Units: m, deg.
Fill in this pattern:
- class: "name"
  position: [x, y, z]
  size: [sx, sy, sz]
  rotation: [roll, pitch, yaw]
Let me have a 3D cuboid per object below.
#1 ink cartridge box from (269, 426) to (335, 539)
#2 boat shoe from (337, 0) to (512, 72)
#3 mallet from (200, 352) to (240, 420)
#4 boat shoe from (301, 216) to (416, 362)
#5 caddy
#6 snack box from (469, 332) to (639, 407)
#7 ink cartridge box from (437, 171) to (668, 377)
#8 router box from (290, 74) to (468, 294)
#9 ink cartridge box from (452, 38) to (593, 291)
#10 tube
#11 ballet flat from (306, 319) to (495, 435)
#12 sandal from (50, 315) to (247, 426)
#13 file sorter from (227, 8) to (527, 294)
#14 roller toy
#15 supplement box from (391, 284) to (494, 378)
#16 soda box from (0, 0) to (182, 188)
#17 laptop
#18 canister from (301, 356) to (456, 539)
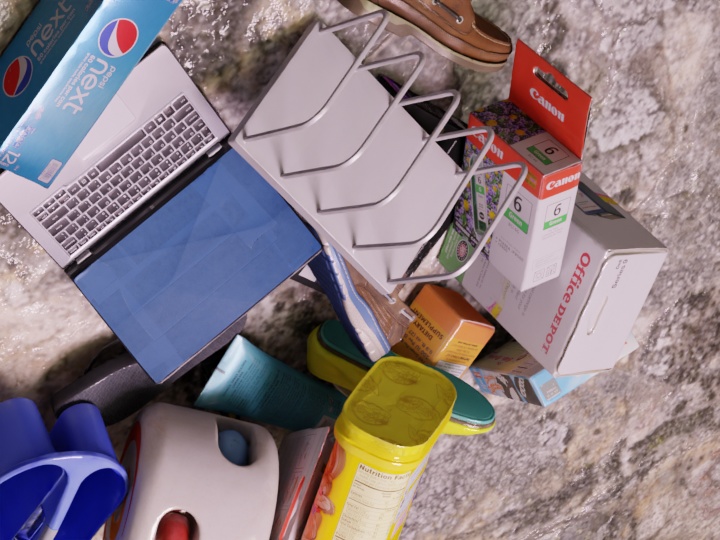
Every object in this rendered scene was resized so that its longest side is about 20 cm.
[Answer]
- class: "ink cartridge box"
  position: [-0.060, 0.229, 1.702]
  size: [0.050, 0.200, 0.163]
  rotation: [23, 78, -12]
- class: "boat shoe"
  position: [0.070, -0.228, 1.568]
  size: [0.200, 0.072, 0.068]
  rotation: [14, 115, -45]
- class: "mallet"
  position: [-0.114, 0.151, 1.780]
  size: [0.066, 0.041, 0.201]
  rotation: [-26, 132, -22]
- class: "boat shoe"
  position: [0.000, 0.000, 1.640]
  size: [0.072, 0.072, 0.200]
  rotation: [-37, 145, -9]
- class: "caddy"
  position: [-0.291, 0.202, 1.598]
  size: [0.141, 0.105, 0.200]
  rotation: [9, 136, -37]
- class: "snack box"
  position: [0.194, 0.088, 1.858]
  size: [0.116, 0.200, 0.037]
  rotation: [-31, 98, -12]
- class: "ink cartridge box"
  position: [0.180, -0.014, 1.737]
  size: [0.087, 0.200, 0.146]
  rotation: [-3, 126, -36]
- class: "router box"
  position: [0.019, -0.065, 1.682]
  size: [0.149, 0.051, 0.200]
  rotation: [25, 107, -45]
- class: "ink cartridge box"
  position: [0.142, -0.093, 1.625]
  size: [0.050, 0.109, 0.201]
  rotation: [-22, 138, -29]
- class: "tube"
  position: [-0.077, 0.122, 1.758]
  size: [0.200, 0.050, 0.078]
  rotation: [28, 91, -51]
- class: "ballet flat"
  position: [0.035, 0.117, 1.774]
  size: [0.067, 0.199, 0.067]
  rotation: [-64, 178, 36]
- class: "sandal"
  position: [-0.195, 0.080, 1.655]
  size: [0.200, 0.043, 0.076]
  rotation: [-31, 147, -19]
- class: "file sorter"
  position: [0.022, -0.098, 1.514]
  size: [0.200, 0.124, 0.139]
  rotation: [45, 64, -24]
- class: "roller toy"
  position: [-0.151, 0.223, 1.652]
  size: [0.139, 0.201, 0.182]
  rotation: [14, 156, -13]
- class: "supplement box"
  position: [0.046, 0.114, 1.841]
  size: [0.069, 0.067, 0.200]
  rotation: [12, 116, -52]
- class: "soda box"
  position: [-0.220, -0.167, 1.398]
  size: [0.064, 0.068, 0.200]
  rotation: [26, 106, -48]
- class: "laptop"
  position: [-0.168, -0.045, 1.507]
  size: [0.187, 0.116, 0.200]
  rotation: [-40, 139, -4]
- class: "canister"
  position: [0.009, 0.201, 1.696]
  size: [0.149, 0.086, 0.201]
  rotation: [-48, 160, -60]
